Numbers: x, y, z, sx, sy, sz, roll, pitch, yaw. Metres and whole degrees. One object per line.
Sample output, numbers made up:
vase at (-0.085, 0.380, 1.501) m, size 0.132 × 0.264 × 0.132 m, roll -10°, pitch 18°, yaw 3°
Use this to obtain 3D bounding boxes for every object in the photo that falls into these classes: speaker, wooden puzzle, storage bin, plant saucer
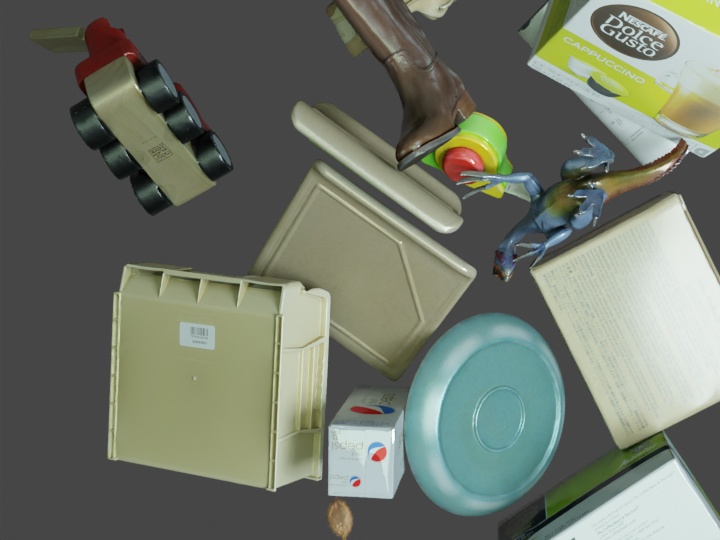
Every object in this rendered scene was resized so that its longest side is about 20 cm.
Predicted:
speaker at (0.246, -0.186, 1.531) m, size 0.081 × 0.081 × 0.200 m, roll -44°, pitch 91°, yaw 8°
wooden puzzle at (0.000, 0.000, 1.540) m, size 0.184 × 0.037 × 0.200 m, roll 35°, pitch 137°, yaw 1°
wooden puzzle at (0.016, -0.095, 1.500) m, size 0.184 × 0.200 × 0.037 m, roll 36°, pitch 99°, yaw 0°
storage bin at (-0.140, 0.100, 1.556) m, size 0.198 × 0.093 × 0.201 m, roll 7°, pitch 98°, yaw 27°
plant saucer at (0.130, 0.143, 1.546) m, size 0.198 × 0.027 × 0.203 m, roll -5°, pitch 98°, yaw -34°

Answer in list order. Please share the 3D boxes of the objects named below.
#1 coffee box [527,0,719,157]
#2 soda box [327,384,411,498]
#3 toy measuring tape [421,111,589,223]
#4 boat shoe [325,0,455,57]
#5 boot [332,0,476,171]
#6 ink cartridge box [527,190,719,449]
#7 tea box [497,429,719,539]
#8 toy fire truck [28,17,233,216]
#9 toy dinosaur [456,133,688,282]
coffee box at (0.295, -0.257, 1.414) m, size 0.198 × 0.198 × 0.202 m, roll 25°, pitch 72°, yaw -9°
soda box at (0.013, 0.162, 1.530) m, size 0.063 × 0.200 × 0.069 m, roll 2°, pitch 97°, yaw 8°
toy measuring tape at (0.143, -0.106, 1.552) m, size 0.198 × 0.074 × 0.074 m, roll 23°, pitch 98°, yaw 1°
boat shoe at (0.065, -0.278, 1.545) m, size 0.198 × 0.071 × 0.065 m, roll -27°, pitch 98°, yaw 17°
boot at (0.018, -0.200, 1.444) m, size 0.064 × 0.187 × 0.201 m, roll -30°, pitch 100°, yaw 23°
ink cartridge box at (0.279, 0.047, 1.558) m, size 0.163 × 0.075 × 0.202 m, roll -26°, pitch 93°, yaw 6°
tea box at (0.245, 0.266, 1.524) m, size 0.199 × 0.197 × 0.134 m, roll -34°, pitch 92°, yaw 8°
toy fire truck at (-0.233, -0.173, 1.554) m, size 0.128 × 0.176 × 0.201 m, roll -28°, pitch 52°, yaw 8°
toy dinosaur at (0.194, -0.046, 1.509) m, size 0.197 × 0.182 × 0.106 m, roll 0°, pitch 71°, yaw -9°
